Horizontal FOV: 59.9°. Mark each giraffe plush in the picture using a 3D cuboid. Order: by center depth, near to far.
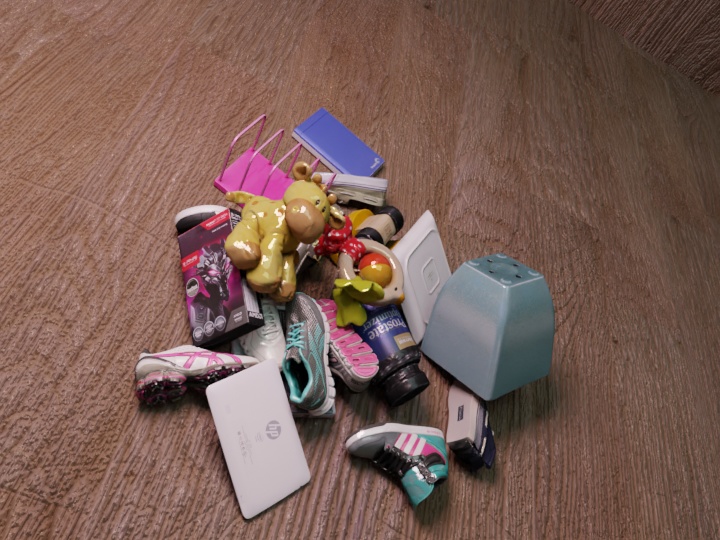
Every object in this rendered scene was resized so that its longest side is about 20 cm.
[{"bbox_3d":[-0.113,-0.075,1.016,0.172,0.158,0.205,38,33,-54],"label":"giraffe plush"}]

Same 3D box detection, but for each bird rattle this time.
[{"bbox_3d":[0.000,0.000,1.107,0.158,0.114,0.204,7,46,-26],"label":"bird rattle"}]

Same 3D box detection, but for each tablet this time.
[{"bbox_3d":[-0.152,0.252,0.954,0.128,0.013,0.207,-19,94,-40],"label":"tablet"}]

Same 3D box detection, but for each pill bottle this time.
[{"bbox_3d":[0.043,0.138,1.141,0.109,0.112,0.203,-14,65,-36],"label":"pill bottle"}]

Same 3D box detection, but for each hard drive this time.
[{"bbox_3d":[-0.049,-0.283,1.453,0.199,0.025,0.132,40,46,1],"label":"hard drive"}]

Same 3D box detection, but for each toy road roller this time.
[{"bbox_3d":[0.022,-0.024,1.263,0.123,0.143,0.205,-45,122,-44],"label":"toy road roller"}]

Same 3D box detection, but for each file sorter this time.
[{"bbox_3d":[-0.163,-0.187,1.246,0.198,0.126,0.140,37,46,-1],"label":"file sorter"}]

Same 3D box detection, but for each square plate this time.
[{"bbox_3d":[0.134,0.011,1.269,0.200,0.028,0.203,-46,123,-44],"label":"square plate"}]

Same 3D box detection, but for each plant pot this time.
[{"bbox_3d":[0.255,0.087,1.194,0.192,0.206,0.194,-12,31,-35],"label":"plant pot"}]

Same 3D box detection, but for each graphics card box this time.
[{"bbox_3d":[-0.234,0.014,1.038,0.050,0.123,0.206,20,52,-60],"label":"graphics card box"}]

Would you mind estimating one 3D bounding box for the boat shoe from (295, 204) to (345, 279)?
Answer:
[{"bbox_3d":[-0.092,-0.050,1.202,0.059,0.072,0.206,26,64,-1],"label":"boat shoe"}]

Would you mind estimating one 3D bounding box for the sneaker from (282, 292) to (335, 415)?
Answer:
[{"bbox_3d":[-0.093,0.130,1.017,0.091,0.076,0.206,26,47,-64],"label":"sneaker"}]

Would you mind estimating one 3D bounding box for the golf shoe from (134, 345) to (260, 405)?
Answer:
[{"bbox_3d":[-0.251,0.148,0.978,0.193,0.074,0.093,0,42,-23],"label":"golf shoe"}]

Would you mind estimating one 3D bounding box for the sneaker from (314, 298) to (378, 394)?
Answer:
[{"bbox_3d":[-0.040,0.136,1.098,0.072,0.089,0.201,-16,48,-31],"label":"sneaker"}]

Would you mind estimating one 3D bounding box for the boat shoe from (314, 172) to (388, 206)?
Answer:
[{"bbox_3d":[-0.033,-0.177,1.358,0.193,0.064,0.072,4,9,-13],"label":"boat shoe"}]

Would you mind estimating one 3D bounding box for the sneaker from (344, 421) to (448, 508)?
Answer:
[{"bbox_3d":[0.070,0.329,1.043,0.194,0.085,0.123,9,44,-27],"label":"sneaker"}]

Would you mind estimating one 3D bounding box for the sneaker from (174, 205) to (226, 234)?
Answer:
[{"bbox_3d":[-0.236,-0.048,1.138,0.194,0.073,0.115,4,56,-28],"label":"sneaker"}]

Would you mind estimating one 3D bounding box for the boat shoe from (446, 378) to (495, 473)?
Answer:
[{"bbox_3d":[0.214,0.281,1.179,0.093,0.073,0.202,50,37,-21],"label":"boat shoe"}]

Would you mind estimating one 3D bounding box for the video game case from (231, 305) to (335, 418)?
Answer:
[{"bbox_3d":[-0.137,0.154,1.085,0.176,0.023,0.205,8,53,-25],"label":"video game case"}]

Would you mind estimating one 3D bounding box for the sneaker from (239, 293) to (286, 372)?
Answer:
[{"bbox_3d":[-0.169,0.075,1.054,0.073,0.081,0.204,-9,63,-36],"label":"sneaker"}]
